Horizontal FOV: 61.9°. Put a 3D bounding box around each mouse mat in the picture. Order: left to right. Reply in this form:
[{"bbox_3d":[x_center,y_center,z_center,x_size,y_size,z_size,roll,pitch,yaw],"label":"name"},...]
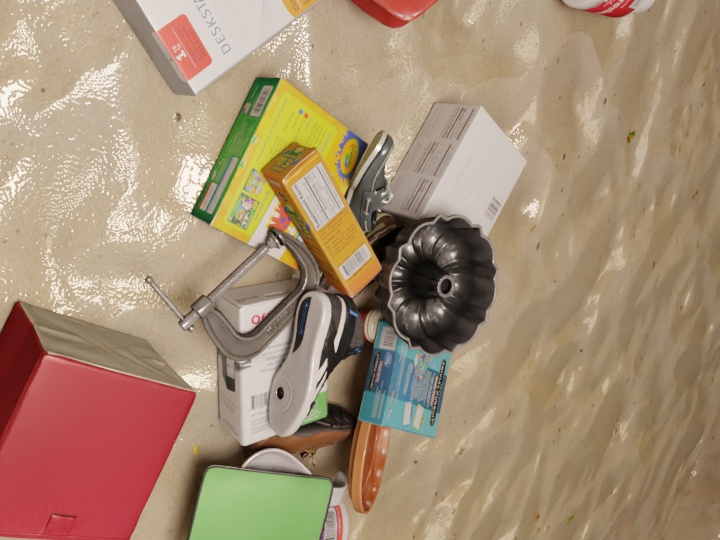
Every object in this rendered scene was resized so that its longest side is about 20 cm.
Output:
[{"bbox_3d":[-0.142,0.362,0.849,0.196,0.008,0.164,15,90,-22],"label":"mouse mat"}]

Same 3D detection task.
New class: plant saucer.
[{"bbox_3d":[0.015,0.300,1.009,0.200,0.032,0.205,6,90,-76],"label":"plant saucer"}]

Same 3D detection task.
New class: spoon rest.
[{"bbox_3d":[-0.096,0.317,0.888,0.198,0.060,0.101,20,88,-36],"label":"spoon rest"}]

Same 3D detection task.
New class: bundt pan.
[{"bbox_3d":[0.104,0.017,0.875,0.198,0.075,0.207,-6,101,-29],"label":"bundt pan"}]

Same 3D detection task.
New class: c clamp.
[{"bbox_3d":[-0.139,0.021,0.750,0.199,0.027,0.173,-40,121,-25],"label":"c clamp"}]

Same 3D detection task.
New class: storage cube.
[{"bbox_3d":[-0.320,0.165,0.661,0.199,0.170,0.182,28,86,-40],"label":"storage cube"}]

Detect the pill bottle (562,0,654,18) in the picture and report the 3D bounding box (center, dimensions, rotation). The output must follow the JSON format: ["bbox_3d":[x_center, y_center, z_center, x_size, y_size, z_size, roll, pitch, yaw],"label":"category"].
[{"bbox_3d":[0.462,-0.530,1.103,0.197,0.112,0.115,-9,110,-36],"label":"pill bottle"}]

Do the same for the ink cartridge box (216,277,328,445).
[{"bbox_3d":[-0.124,0.123,0.861,0.144,0.083,0.204,-9,109,-36],"label":"ink cartridge box"}]

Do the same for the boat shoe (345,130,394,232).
[{"bbox_3d":[0.019,-0.118,0.838,0.061,0.201,0.074,26,59,-3],"label":"boat shoe"}]

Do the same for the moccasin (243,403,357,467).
[{"bbox_3d":[-0.089,0.263,0.946,0.199,0.073,0.079,-4,121,-42],"label":"moccasin"}]

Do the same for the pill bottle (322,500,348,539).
[{"bbox_3d":[-0.125,0.402,0.934,0.197,0.111,0.114,13,97,-37],"label":"pill bottle"}]

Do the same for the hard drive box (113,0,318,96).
[{"bbox_3d":[-0.168,-0.324,0.685,0.200,0.076,0.157,-45,127,-18],"label":"hard drive box"}]

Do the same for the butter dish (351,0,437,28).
[{"bbox_3d":[0.041,-0.408,0.793,0.199,0.148,0.200,40,73,5],"label":"butter dish"}]

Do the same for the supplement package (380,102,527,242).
[{"bbox_3d":[0.152,-0.141,0.980,0.155,0.110,0.202,34,84,-39],"label":"supplement package"}]

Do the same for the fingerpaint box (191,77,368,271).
[{"bbox_3d":[-0.104,-0.124,0.804,0.166,0.073,0.203,27,87,-40],"label":"fingerpaint box"}]

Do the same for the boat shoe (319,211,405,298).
[{"bbox_3d":[-0.003,-0.004,0.921,0.204,0.074,0.075,-53,130,-9],"label":"boat shoe"}]

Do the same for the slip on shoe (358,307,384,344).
[{"bbox_3d":[0.048,0.102,1.016,0.199,0.060,0.076,23,75,-54],"label":"slip on shoe"}]

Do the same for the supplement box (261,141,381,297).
[{"bbox_3d":[-0.047,-0.063,0.779,0.069,0.066,0.202,-40,125,-18],"label":"supplement box"}]

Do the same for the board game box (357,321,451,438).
[{"bbox_3d":[0.078,0.183,0.978,0.199,0.046,0.154,33,67,-54],"label":"board game box"}]

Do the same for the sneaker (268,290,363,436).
[{"bbox_3d":[-0.049,0.131,0.823,0.111,0.072,0.204,9,103,-48],"label":"sneaker"}]
